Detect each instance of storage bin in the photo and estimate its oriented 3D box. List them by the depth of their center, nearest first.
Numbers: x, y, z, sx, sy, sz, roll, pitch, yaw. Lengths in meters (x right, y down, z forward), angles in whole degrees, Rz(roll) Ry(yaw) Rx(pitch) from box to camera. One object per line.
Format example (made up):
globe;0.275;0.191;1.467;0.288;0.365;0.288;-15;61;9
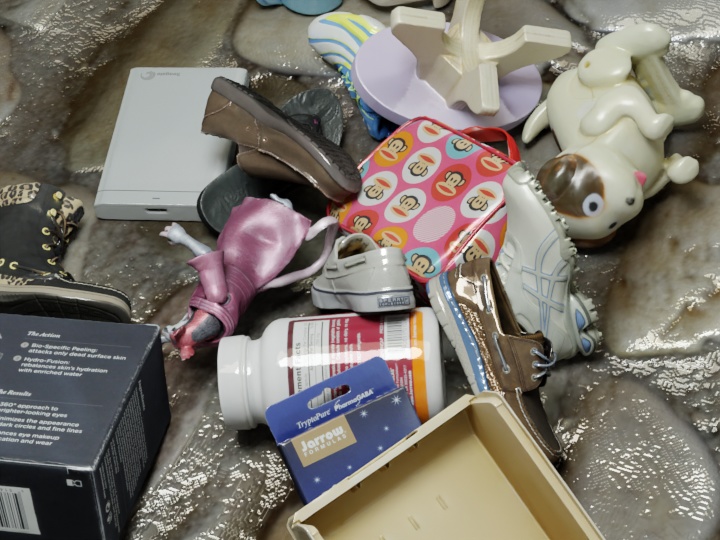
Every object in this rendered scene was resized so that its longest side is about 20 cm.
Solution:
storage bin;0.075;0.230;1.485;0.200;0.094;0.199;-33;83;-18

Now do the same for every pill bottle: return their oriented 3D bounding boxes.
pill bottle;-0.024;0.096;1.648;0.199;0.113;0.113;-4;50;5

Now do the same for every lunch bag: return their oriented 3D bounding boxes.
lunch bag;0.080;-0.068;1.745;0.176;0.082;0.200;-47;41;-5

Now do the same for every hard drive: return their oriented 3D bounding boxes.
hard drive;-0.197;-0.136;1.921;0.132;0.027;0.200;1;50;9

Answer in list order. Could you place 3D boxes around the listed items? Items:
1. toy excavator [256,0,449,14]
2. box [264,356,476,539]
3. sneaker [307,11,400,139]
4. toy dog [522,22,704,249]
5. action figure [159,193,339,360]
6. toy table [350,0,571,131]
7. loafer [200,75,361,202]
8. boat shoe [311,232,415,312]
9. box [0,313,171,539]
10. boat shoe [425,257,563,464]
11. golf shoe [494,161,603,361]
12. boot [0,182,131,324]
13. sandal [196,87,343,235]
toy excavator;-0.021;-0.334;2.031;0.194;0.100;0.200;-33;67;-16
box;0.010;0.184;1.555;0.121;0.032;0.200;-25;85;-12
sneaker;0.012;-0.202;1.915;0.200;0.076;0.105;23;58;24
toy dog;0.234;-0.122;1.782;0.193;0.140;0.200;-2;49;24
action figure;-0.123;0.024;1.718;0.149;0.134;0.200;18;42;7
toy table;0.103;-0.214;1.825;0.200;0.117;0.184;-6;68;-20
loafer;-0.081;-0.117;1.792;0.200;0.073;0.071;37;101;31
boat shoe;0.000;0.000;1.684;0.071;0.200;0.070;-5;92;-14
box;-0.292;0.143;1.618;0.196;0.118;0.200;5;38;11
boat shoe;0.133;0.081;1.613;0.072;0.072;0.200;-31;85;19
golf shoe;0.150;0.003;1.652;0.097;0.200;0.078;-22;23;-3
boot;-0.307;-0.011;1.806;0.200;0.073;0.151;3;51;17
sandal;-0.081;-0.110;1.851;0.075;0.048;0.200;47;68;-11
